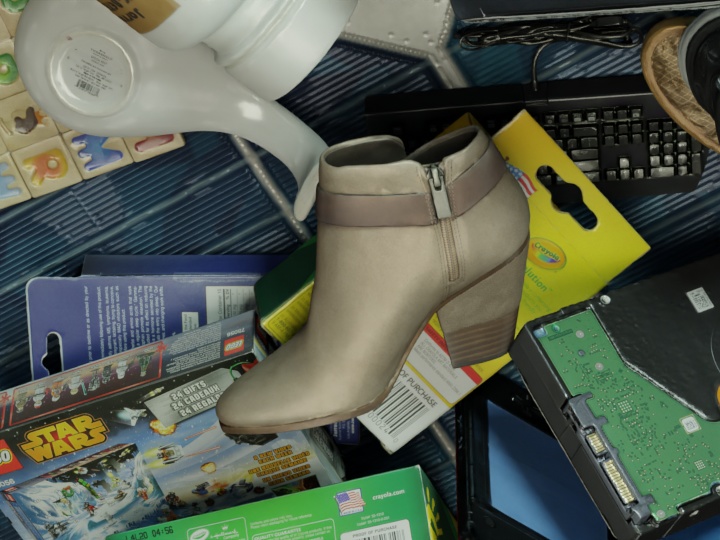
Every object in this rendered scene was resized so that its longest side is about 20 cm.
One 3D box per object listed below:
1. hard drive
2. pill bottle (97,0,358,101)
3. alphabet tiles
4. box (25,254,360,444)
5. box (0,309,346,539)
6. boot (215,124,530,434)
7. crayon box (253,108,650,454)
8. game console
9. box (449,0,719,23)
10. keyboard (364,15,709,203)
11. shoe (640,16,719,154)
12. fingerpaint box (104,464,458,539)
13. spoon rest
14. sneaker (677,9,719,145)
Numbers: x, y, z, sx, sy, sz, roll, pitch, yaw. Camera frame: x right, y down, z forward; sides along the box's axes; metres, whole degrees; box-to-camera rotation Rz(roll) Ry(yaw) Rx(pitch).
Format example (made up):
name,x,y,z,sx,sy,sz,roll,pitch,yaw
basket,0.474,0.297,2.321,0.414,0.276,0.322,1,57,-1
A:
name,x,y,z,sx,sy,sz,roll,pitch,yaw
hard drive,0.200,0.065,1.612,0.199,0.140,0.038,-19,156,-29
pill bottle,-0.101,-0.186,1.539,0.200,0.114,0.114,37,114,-18
alphabet tiles,-0.195,-0.121,1.639,0.199,0.006,0.167,-19,117,11
box,-0.100,0.048,1.716,0.199,0.032,0.122,0,119,0
box,-0.125,0.109,1.707,0.199,0.040,0.137,-17,130,15
boot,0.000,0.000,1.576,0.199,0.070,0.147,-18,120,-7
crayon box,0.053,-0.001,1.650,0.200,0.051,0.127,-38,117,13
game console,0.154,0.111,1.648,0.172,0.200,0.119,30,116,-15
box,0.153,-0.228,1.418,0.196,0.200,0.124,-1,125,44
keyboard,0.102,-0.093,1.640,0.199,0.021,0.128,-5,119,3
shoe,0.246,-0.090,1.620,0.199,0.053,0.070,27,111,-11
fingerpaint box,-0.035,0.196,1.730,0.199,0.074,0.167,-14,154,9
spoon rest,-0.106,-0.099,1.622,0.199,0.061,0.100,30,115,0
sneaker,0.253,-0.054,1.543,0.200,0.114,0.075,41,109,-16
